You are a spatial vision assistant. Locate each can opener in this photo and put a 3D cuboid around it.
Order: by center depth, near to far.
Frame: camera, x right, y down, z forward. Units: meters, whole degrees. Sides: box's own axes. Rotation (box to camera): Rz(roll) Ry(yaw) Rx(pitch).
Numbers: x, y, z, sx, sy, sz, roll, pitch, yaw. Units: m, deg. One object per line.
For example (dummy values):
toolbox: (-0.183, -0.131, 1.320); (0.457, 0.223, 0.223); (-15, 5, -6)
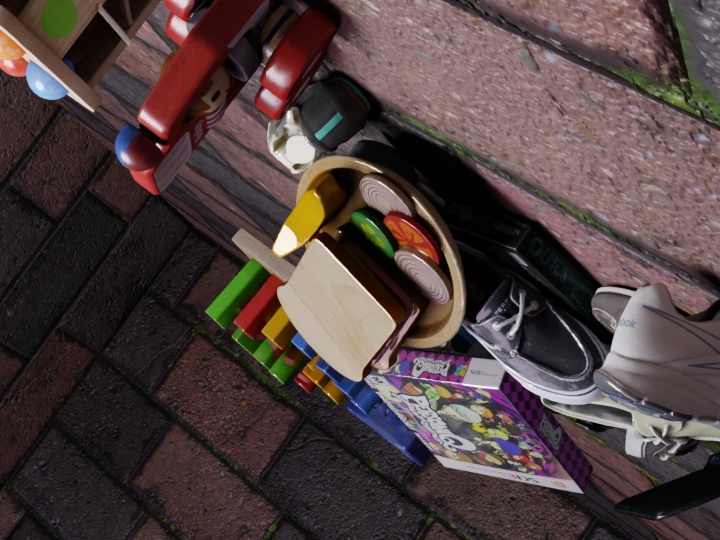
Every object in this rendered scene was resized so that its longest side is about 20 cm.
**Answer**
can opener: (0.058, -0.047, 1.062); (0.199, 0.067, 0.053); (32, -176, -43)

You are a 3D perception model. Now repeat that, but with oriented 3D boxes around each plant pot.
plant pot: (0.111, 0.341, 2.919); (0.199, 0.181, 0.200); (34, 172, 25)

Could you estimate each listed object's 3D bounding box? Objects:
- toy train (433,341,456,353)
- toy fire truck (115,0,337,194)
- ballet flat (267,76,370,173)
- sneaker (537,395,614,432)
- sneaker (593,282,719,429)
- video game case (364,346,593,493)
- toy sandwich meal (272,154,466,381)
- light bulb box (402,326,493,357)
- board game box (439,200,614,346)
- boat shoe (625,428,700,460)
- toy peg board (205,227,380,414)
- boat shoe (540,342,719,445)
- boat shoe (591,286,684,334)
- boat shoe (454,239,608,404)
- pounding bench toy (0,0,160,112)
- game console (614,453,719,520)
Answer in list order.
toy train: (0.035, 0.009, 1.101); (0.201, 0.084, 0.116); (53, -170, 8)
toy fire truck: (-0.111, -0.133, 0.851); (0.111, 0.169, 0.200); (36, 174, -4)
ballet flat: (-0.046, -0.123, 1.018); (0.068, 0.069, 0.200); (42, 173, -8)
sneaker: (0.231, 0.119, 1.177); (0.110, 0.078, 0.199); (19, 176, 29)
sneaker: (0.252, 0.069, 0.761); (0.197, 0.089, 0.074); (19, 174, -10)
video game case: (0.113, 0.147, 1.178); (0.179, 0.036, 0.200); (4, 146, 41)
toy sandwich meal: (0.000, 0.000, 0.983); (0.204, 0.070, 0.207); (31, 142, 27)
light bulb box: (0.079, 0.048, 1.290); (0.198, 0.125, 0.200); (40, 174, -21)
board game box: (0.166, 0.017, 1.030); (0.199, 0.028, 0.135); (40, 173, -28)
boat shoe: (0.285, 0.146, 1.098); (0.063, 0.072, 0.200); (20, 176, 18)
toy peg board: (-0.058, 0.081, 1.294); (0.198, 0.098, 0.200); (35, 170, 43)
boat shoe: (0.243, 0.112, 0.972); (0.198, 0.063, 0.072); (14, 155, 34)
boat shoe: (0.234, 0.066, 0.884); (0.067, 0.057, 0.199); (41, 172, -36)
boat shoe: (0.123, 0.036, 0.985); (0.200, 0.072, 0.068); (41, 178, 28)
pounding bench toy: (-0.266, -0.248, 0.938); (0.124, 0.157, 0.200); (32, 171, 37)
game console: (0.365, 0.242, 1.150); (0.175, 0.117, 0.200); (37, 174, 5)
